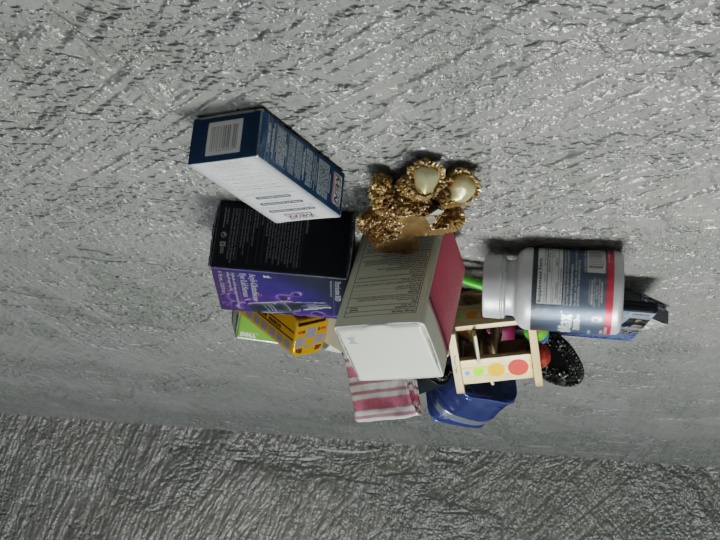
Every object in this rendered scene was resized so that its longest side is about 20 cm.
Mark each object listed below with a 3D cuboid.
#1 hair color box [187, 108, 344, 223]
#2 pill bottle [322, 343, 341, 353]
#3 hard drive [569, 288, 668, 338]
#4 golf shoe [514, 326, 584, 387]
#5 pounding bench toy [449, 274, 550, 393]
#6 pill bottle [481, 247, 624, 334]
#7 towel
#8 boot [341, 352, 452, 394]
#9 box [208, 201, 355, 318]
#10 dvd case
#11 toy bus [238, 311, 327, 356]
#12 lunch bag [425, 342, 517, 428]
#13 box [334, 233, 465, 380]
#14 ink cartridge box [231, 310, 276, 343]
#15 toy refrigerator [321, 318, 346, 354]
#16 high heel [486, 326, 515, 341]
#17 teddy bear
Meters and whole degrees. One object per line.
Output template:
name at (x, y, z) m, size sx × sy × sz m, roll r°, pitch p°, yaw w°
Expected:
hair color box at (-0.108, -0.121, 1.317) m, size 0.098 × 0.062 × 0.200 m, roll -3°, pitch 161°, yaw 27°
pill bottle at (0.035, 0.108, 1.936) m, size 0.196 × 0.117 × 0.114 m, roll 11°, pitch 163°, yaw -19°
hard drive at (0.396, 0.074, 1.846) m, size 0.138 × 0.039 × 0.198 m, roll 19°, pitch 158°, yaw -39°
golf shoe at (0.309, 0.136, 1.857) m, size 0.199 × 0.078 × 0.094 m, roll 36°, pitch -175°, yaw 40°
pounding bench toy at (0.212, 0.070, 1.708) m, size 0.153 × 0.125 × 0.203 m, roll -6°, pitch 126°, yaw 10°
pill bottle at (0.276, 0.028, 1.585) m, size 0.196 × 0.122 × 0.120 m, roll 3°, pitch 163°, yaw 10°
towel at (0.022, 0.134, 1.713) m, size 0.030 × 0.204 × 0.145 m, roll -7°, pitch 174°, yaw -42°
boot at (0.051, 0.118, 1.759) m, size 0.076 × 0.202 × 0.168 m, roll -28°, pitch 170°, yaw -37°
box at (-0.106, -0.012, 1.569) m, size 0.196 × 0.106 × 0.149 m, roll 5°, pitch 155°, yaw 3°
dvd case at (0.385, 0.078, 1.764) m, size 0.140 × 0.018 × 0.200 m, roll 5°, pitch 164°, yaw 3°
toy bus at (-0.135, 0.049, 1.699) m, size 0.064 × 0.080 × 0.199 m, roll -11°, pitch -148°, yaw -40°
lunch bag at (0.186, 0.174, 1.979) m, size 0.134 × 0.203 × 0.132 m, roll 15°, pitch 143°, yaw -23°
box at (0.058, 0.037, 1.495) m, size 0.126 × 0.202 × 0.110 m, roll -4°, pitch 134°, yaw 22°
ink cartridge box at (-0.136, 0.089, 1.853) m, size 0.145 × 0.077 × 0.200 m, roll 9°, pitch -168°, yaw -13°
toy refrigerator at (-0.023, 0.072, 1.680) m, size 0.075 × 0.071 × 0.199 m, roll -8°, pitch -158°, yaw -39°
high heel at (0.161, 0.083, 1.841) m, size 0.196 × 0.098 × 0.067 m, roll 6°, pitch 164°, yaw -3°
teddy bear at (0.071, -0.088, 1.388) m, size 0.142 × 0.068 × 0.201 m, roll -2°, pitch 158°, yaw -9°
